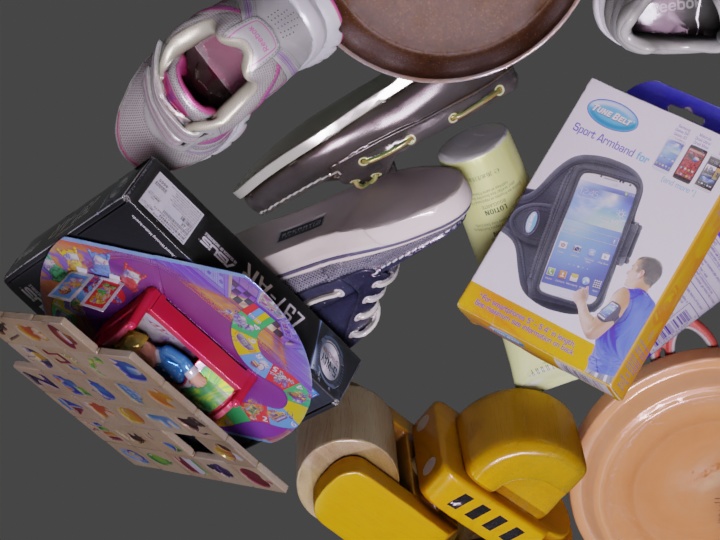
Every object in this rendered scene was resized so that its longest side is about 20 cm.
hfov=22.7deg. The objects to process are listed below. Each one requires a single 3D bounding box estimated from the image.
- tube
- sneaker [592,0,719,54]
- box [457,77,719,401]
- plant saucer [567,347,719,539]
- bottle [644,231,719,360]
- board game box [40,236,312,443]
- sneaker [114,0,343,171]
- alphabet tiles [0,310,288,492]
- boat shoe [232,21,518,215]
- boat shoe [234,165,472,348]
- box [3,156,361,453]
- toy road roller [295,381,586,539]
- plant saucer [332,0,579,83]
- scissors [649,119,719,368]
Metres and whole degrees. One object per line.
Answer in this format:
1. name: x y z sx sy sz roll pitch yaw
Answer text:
1. tube: 0.112 -0.003 1.223 0.058 0.052 0.200 6 129 46
2. sneaker: 0.248 -0.171 1.122 0.199 0.092 0.076 -16 113 8
3. box: 0.163 -0.032 1.148 0.119 0.041 0.200 27 84 26
4. plant saucer: 0.248 0.150 1.285 0.199 0.032 0.201 -1 117 -2
5. bottle: 0.226 -0.023 1.190 0.200 0.065 0.084 -39 118 4
6. board game box: -0.130 0.060 1.173 0.199 0.039 0.158 12 135 21
7. sneaker: -0.103 -0.119 1.128 0.081 0.088 0.200 53 133 1
8. alphabet tiles: -0.162 0.086 1.197 0.167 0.008 0.200 4 147 45
9. boat shoe: 0.009 -0.090 1.173 0.201 0.072 0.061 -34 105 12
10. boat shoe: 0.000 0.000 1.206 0.199 0.075 0.093 -16 119 28
11. box: -0.122 0.033 1.207 0.200 0.044 0.160 46 136 -17
12. toy road roller: 0.065 0.135 1.242 0.200 0.123 0.146 35 109 -17
13. plant saucer: 0.052 -0.215 1.108 0.199 0.034 0.201 0 92 13
14. scissors: 0.205 -0.004 1.237 0.073 0.014 0.201 -9 114 5
